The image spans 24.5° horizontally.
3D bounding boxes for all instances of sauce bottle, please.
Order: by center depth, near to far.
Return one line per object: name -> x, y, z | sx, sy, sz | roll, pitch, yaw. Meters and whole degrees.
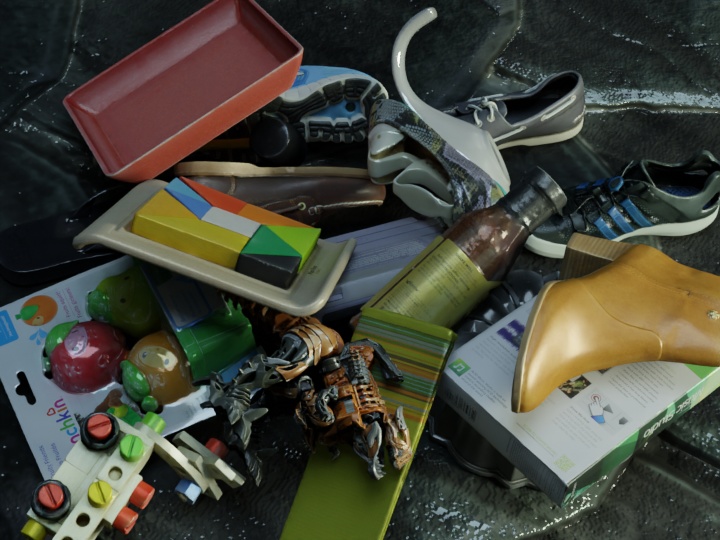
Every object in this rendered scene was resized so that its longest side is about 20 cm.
sauce bottle -> 0.081, -0.002, 1.326 | 0.200, 0.066, 0.066 | -41, 59, -2

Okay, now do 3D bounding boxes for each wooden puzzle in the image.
wooden puzzle -> -0.109, -0.028, 1.319 | 0.199, 0.037, 0.185 | 16, 18, 4

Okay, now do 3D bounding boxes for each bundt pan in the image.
bundt pan -> 0.145, 0.078, 1.360 | 0.200, 0.076, 0.203 | 3, 49, -3

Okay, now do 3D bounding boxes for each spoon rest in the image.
spoon rest -> 0.079, -0.133, 1.490 | 0.060, 0.201, 0.099 | -23, 4, 11

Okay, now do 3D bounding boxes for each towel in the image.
towel -> 0.005, 0.130, 1.260 | 0.086, 0.018, 0.201 | 15, 81, 33

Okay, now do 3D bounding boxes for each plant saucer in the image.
plant saucer -> -0.156, -0.160, 1.481 | 0.199, 0.037, 0.200 | -34, 32, -4

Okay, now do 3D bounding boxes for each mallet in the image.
mallet -> -0.144, -0.112, 1.512 | 0.199, 0.066, 0.041 | -1, 82, 22

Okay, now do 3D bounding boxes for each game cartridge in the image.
game cartridge -> 0.000, 0.000, 1.404 | 0.199, 0.039, 0.130 | -15, 24, -18

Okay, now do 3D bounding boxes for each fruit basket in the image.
fruit basket -> -0.190, 0.059, 1.332 | 0.199, 0.094, 0.186 | -19, 53, -17

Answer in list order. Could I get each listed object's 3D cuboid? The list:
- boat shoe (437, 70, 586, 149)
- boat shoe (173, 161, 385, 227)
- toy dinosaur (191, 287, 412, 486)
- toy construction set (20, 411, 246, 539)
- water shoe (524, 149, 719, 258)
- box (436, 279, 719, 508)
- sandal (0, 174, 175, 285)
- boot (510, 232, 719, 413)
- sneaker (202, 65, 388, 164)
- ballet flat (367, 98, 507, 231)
boat shoe -> 0.121, -0.148, 1.566 | 0.199, 0.063, 0.073 | -13, 53, -15
boat shoe -> -0.071, -0.059, 1.470 | 0.199, 0.070, 0.071 | -1, 85, -20
toy dinosaur -> -0.047, 0.086, 1.254 | 0.135, 0.102, 0.200 | -35, 43, -14
toy construction set -> -0.169, 0.181, 1.218 | 0.131, 0.092, 0.200 | 31, 51, 7
water shoe -> 0.232, -0.069, 1.496 | 0.199, 0.079, 0.072 | -11, 50, -15
box -> 0.175, 0.078, 1.289 | 0.199, 0.036, 0.144 | -32, 59, -28
sandal -> -0.220, -0.040, 1.449 | 0.199, 0.043, 0.076 | -22, 54, -23
boot -> 0.202, 0.049, 1.244 | 0.143, 0.071, 0.202 | 18, 44, 14
sneaker -> -0.074, -0.151, 1.559 | 0.198, 0.079, 0.090 | -4, 22, -2
ballet flat -> 0.046, -0.090, 1.433 | 0.072, 0.072, 0.200 | -23, 42, -24
